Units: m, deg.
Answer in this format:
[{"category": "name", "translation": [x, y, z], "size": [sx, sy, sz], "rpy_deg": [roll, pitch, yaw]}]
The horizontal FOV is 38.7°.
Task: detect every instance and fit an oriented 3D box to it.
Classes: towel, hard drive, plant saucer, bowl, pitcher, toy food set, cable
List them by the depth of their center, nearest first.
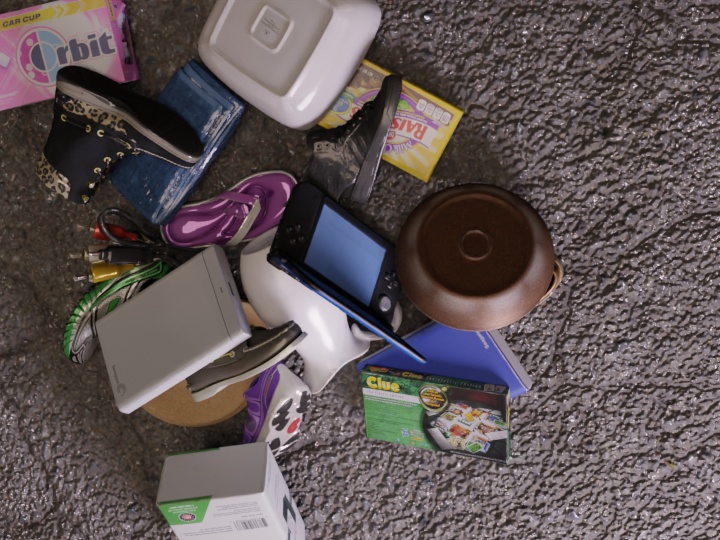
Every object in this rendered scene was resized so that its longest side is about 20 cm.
[{"category": "bowl", "translation": [-0.097, -0.293, 1.255], "size": [0.199, 0.075, 0.201], "rpy_deg": [36, 105, 9]}, {"category": "plant saucer", "translation": [0.141, -0.026, 1.261], "size": [0.198, 0.037, 0.203], "rpy_deg": [-2, 65, 4]}, {"category": "hard drive", "translation": [-0.238, 0.073, 1.285], "size": [0.199, 0.027, 0.133], "rpy_deg": [-32, 62, 16]}, {"category": "towel", "translation": [-0.239, -0.164, 1.318], "size": [0.111, 0.048, 0.201], "rpy_deg": [41, 105, 16]}, {"category": "pitcher", "translation": [-0.051, 0.031, 1.322], "size": [0.170, 0.121, 0.201], "rpy_deg": [-31, 108, -8]}, {"category": "hard drive", "translation": [0.105, 0.134, 1.322], "size": [0.199, 0.025, 0.133], "rpy_deg": [-31, 97, 35]}, {"category": "cable", "translation": [-0.273, -0.029, 1.328], "size": [0.198, 0.050, 0.099], "rpy_deg": [4, 92, -28]}, {"category": "toy food set", "translation": [-0.225, 0.118, 1.371], "size": [0.196, 0.049, 0.202], "rpy_deg": [14, 111, -12]}]

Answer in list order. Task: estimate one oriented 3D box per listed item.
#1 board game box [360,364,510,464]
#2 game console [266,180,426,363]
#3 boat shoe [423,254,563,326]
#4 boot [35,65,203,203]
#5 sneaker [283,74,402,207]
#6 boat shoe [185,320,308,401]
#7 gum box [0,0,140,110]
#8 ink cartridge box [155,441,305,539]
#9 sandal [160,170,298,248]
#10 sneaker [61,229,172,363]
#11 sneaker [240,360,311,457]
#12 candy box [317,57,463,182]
[{"category": "board game box", "translation": [0.097, 0.184, 1.321], "size": [0.198, 0.023, 0.106], "rpy_deg": [8, 119, 23]}, {"category": "game console", "translation": [0.000, 0.000, 1.227], "size": [0.199, 0.172, 0.118], "rpy_deg": [35, 149, -31]}, {"category": "boat shoe", "translation": [0.167, 0.038, 1.307], "size": [0.199, 0.074, 0.076], "rpy_deg": [-34, 96, 12]}, {"category": "boot", "translation": [-0.307, -0.146, 1.287], "size": [0.202, 0.074, 0.155], "rpy_deg": [29, 119, 0]}, {"category": "sneaker", "translation": [-0.021, -0.157, 1.274], "size": [0.103, 0.060, 0.202], "rpy_deg": [17, 113, 0]}, {"category": "boat shoe", "translation": [-0.151, 0.103, 1.278], "size": [0.201, 0.072, 0.061], "rpy_deg": [-28, 94, 34]}, {"category": "gum box", "translation": [-0.386, -0.282, 1.313], "size": [0.197, 0.066, 0.115], "rpy_deg": [-11, 102, 9]}, {"category": "ink cartridge box", "translation": [-0.166, 0.327, 1.361], "size": [0.145, 0.084, 0.201], "rpy_deg": [-8, 132, 8]}, {"category": "sandal", "translation": [-0.171, -0.068, 1.339], "size": [0.201, 0.050, 0.083], "rpy_deg": [-20, 99, 13]}, {"category": "sneaker", "translation": [-0.328, 0.049, 1.370], "size": [0.085, 0.078, 0.201], "rpy_deg": [37, 103, -2]}, {"category": "sneaker", "translation": [-0.123, 0.190, 1.363], "size": [0.084, 0.080, 0.201], "rpy_deg": [51, 136, 27]}, {"category": "candy box", "translation": [0.021, -0.203, 1.300], "size": [0.198, 0.026, 0.103], "rpy_deg": [28, 107, 1]}]
